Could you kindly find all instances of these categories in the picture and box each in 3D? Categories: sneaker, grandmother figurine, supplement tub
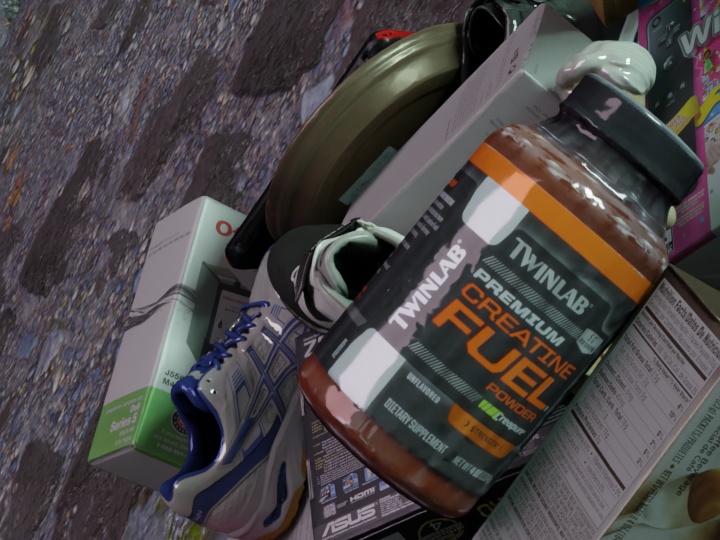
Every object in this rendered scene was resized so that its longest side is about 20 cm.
[{"bbox_3d":[0.125,-0.175,1.038,0.071,0.099,0.202,-22,47,57],"label":"sneaker"},{"bbox_3d":[0.115,-0.032,0.843,0.120,0.061,0.202,1,65,33],"label":"grandmother figurine"},{"bbox_3d":[0.068,0.008,0.745,0.200,0.107,0.107,-51,26,5],"label":"supplement tub"},{"bbox_3d":[-0.072,0.066,1.024,0.075,0.088,0.202,-27,49,55],"label":"sneaker"},{"bbox_3d":[0.000,0.000,0.903,0.074,0.089,0.199,-52,39,-11],"label":"sneaker"}]

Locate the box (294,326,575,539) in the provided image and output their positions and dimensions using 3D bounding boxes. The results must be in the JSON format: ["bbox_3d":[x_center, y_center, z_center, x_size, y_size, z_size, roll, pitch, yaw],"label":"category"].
[{"bbox_3d":[0.061,0.067,0.897,0.199,0.049,0.162,-26,45,17],"label":"box"}]

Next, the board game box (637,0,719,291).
[{"bbox_3d":[0.214,-0.097,0.836,0.147,0.064,0.201,-38,34,44],"label":"board game box"}]

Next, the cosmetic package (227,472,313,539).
[{"bbox_3d":[-0.005,0.151,1.023,0.200,0.071,0.102,-38,35,43],"label":"cosmetic package"}]

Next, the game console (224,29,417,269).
[{"bbox_3d":[0.007,-0.081,1.124,0.031,0.176,0.201,44,115,18],"label":"game console"}]

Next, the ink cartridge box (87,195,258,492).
[{"bbox_3d":[-0.098,0.068,1.193,0.084,0.145,0.202,-25,46,53],"label":"ink cartridge box"}]

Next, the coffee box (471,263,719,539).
[{"bbox_3d":[0.137,0.116,0.729,0.201,0.114,0.080,-56,27,15],"label":"coffee box"}]

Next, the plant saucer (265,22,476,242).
[{"bbox_3d":[0.022,-0.080,1.088,0.030,0.199,0.201,48,116,23],"label":"plant saucer"}]

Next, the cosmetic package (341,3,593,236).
[{"bbox_3d":[0.080,-0.049,0.983,0.200,0.107,0.085,-42,17,38],"label":"cosmetic package"}]

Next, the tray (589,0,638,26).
[{"bbox_3d":[0.165,-0.193,0.876,0.098,0.037,0.200,-30,-8,7],"label":"tray"}]
